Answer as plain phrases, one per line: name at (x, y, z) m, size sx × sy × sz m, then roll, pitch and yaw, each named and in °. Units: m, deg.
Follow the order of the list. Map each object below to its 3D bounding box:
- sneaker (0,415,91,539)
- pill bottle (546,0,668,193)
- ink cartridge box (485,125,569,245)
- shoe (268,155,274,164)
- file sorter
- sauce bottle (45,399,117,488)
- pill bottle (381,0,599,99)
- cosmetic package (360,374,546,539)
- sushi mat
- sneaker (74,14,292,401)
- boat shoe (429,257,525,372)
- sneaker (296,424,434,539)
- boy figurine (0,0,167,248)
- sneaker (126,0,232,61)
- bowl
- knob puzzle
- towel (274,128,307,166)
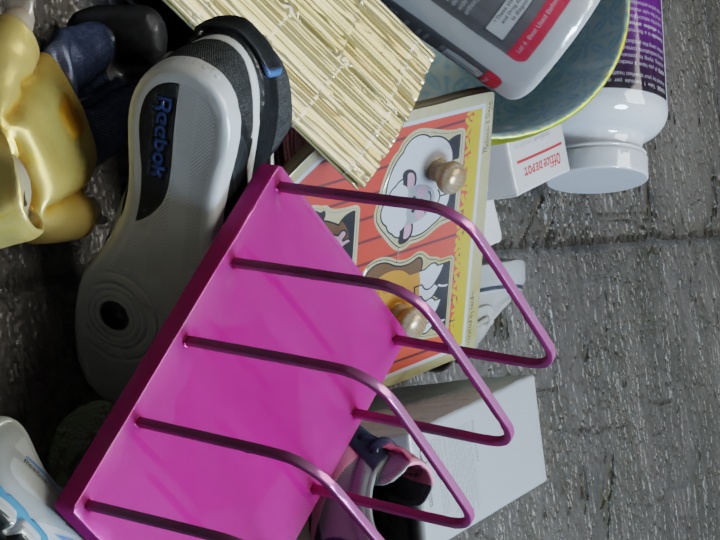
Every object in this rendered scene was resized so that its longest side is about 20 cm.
sneaker at (-0.135, 0.149, 1.169) m, size 0.087 × 0.074 × 0.201 m, roll -75°, pitch 147°, yaw -50°
pill bottle at (0.171, -0.164, 1.854) m, size 0.112 × 0.112 × 0.202 m, roll 23°, pitch 62°, yaw -61°
ink cartridge box at (0.088, -0.112, 1.713) m, size 0.115 × 0.067 × 0.202 m, roll -26°, pitch 107°, yaw -64°
shoe at (-0.074, -0.010, 1.320) m, size 0.070 × 0.053 × 0.202 m, roll -26°, pitch 122°, yaw -62°
file sorter at (-0.015, 0.076, 1.163) m, size 0.139 × 0.125 × 0.201 m, roll 53°, pitch 57°, yaw -41°
sauce bottle at (-0.085, 0.114, 1.288) m, size 0.200 × 0.064 × 0.065 m, roll 26°, pitch 60°, yaw -59°
pill bottle at (0.040, -0.197, 1.422) m, size 0.199 × 0.111 × 0.111 m, roll 35°, pitch 41°, yaw -8°
cosmetic package at (0.029, 0.116, 1.488) m, size 0.200 × 0.101 × 0.072 m, roll -18°, pitch 100°, yaw -64°
sushi mat at (-0.043, -0.142, 1.342) m, size 0.200 × 0.012 × 0.096 m, roll 43°, pitch 61°, yaw -27°
sneaker at (-0.078, -0.031, 1.247) m, size 0.112 × 0.073 × 0.201 m, roll -48°, pitch 160°, yaw -56°
boat shoe at (0.050, 0.032, 1.592) m, size 0.200 × 0.071 × 0.066 m, roll -18°, pitch 103°, yaw -64°
sneaker at (-0.001, 0.104, 1.283) m, size 0.070 × 0.082 × 0.201 m, roll 30°, pitch 31°, yaw -46°
boy figurine at (-0.154, -0.070, 1.197) m, size 0.200 × 0.064 × 0.125 m, roll -52°, pitch 132°, yaw -61°
sneaker at (-0.093, -0.189, 1.349) m, size 0.082 × 0.077 × 0.202 m, roll 14°, pitch 69°, yaw -56°
bowl at (0.055, -0.162, 1.536) m, size 0.108 × 0.198 × 0.202 m, roll 144°, pitch -53°, yaw -68°
knob puzzle at (0.000, 0.000, 1.424) m, size 0.219 × 0.030 × 0.221 m, roll -22°, pitch 128°, yaw -32°
towel at (-0.002, -0.071, 1.565) m, size 0.200 × 0.023 × 0.145 m, roll -27°, pitch 108°, yaw -64°
